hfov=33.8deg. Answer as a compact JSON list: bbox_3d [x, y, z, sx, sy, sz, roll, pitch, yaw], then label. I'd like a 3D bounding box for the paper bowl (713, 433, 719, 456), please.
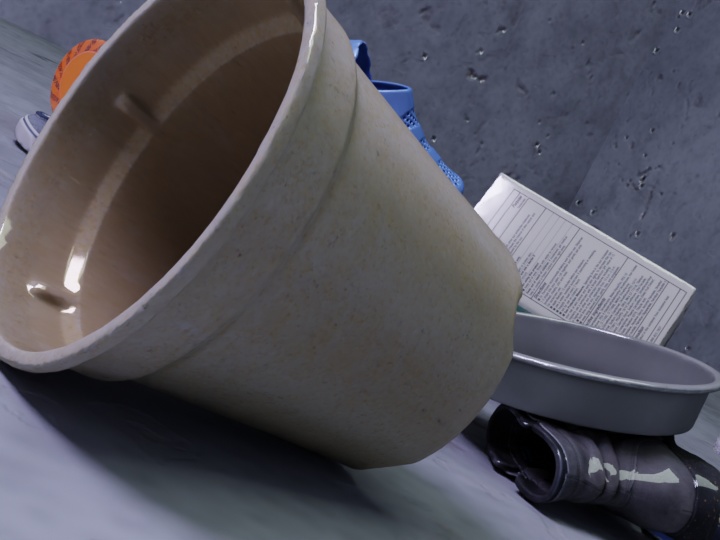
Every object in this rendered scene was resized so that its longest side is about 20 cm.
[{"bbox_3d":[0.400,0.196,1.023,0.200,0.105,0.201,27,5,-3],"label":"paper bowl"}]

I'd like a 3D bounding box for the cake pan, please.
[{"bbox_3d":[0.141,0.066,0.799,0.199,0.037,0.200,11,8,-2],"label":"cake pan"}]

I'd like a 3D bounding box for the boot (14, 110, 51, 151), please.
[{"bbox_3d":[-0.212,-0.114,0.990,0.200,0.091,0.073,32,8,38],"label":"boot"}]

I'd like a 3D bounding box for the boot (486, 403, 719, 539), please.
[{"bbox_3d":[0.142,0.113,0.783,0.131,0.070,0.200,17,1,-12],"label":"boot"}]

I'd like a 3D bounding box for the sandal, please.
[{"bbox_3d":[0.020,-0.134,1.075,0.200,0.087,0.080,40,24,-7],"label":"sandal"}]

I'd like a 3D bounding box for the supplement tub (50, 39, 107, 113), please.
[{"bbox_3d":[-0.219,-0.164,1.239,0.122,0.123,0.200,31,6,30],"label":"supplement tub"}]

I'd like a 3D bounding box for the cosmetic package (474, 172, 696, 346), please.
[{"bbox_3d":[0.179,0.017,1.046,0.199,0.104,0.087,34,-16,17],"label":"cosmetic package"}]

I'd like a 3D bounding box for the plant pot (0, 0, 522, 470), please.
[{"bbox_3d":[-0.032,-0.007,0.526,0.183,0.201,0.200,37,-1,-35],"label":"plant pot"}]

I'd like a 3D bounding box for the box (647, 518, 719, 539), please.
[{"bbox_3d":[0.284,0.201,0.816,0.199,0.033,0.121,27,6,3],"label":"box"}]
